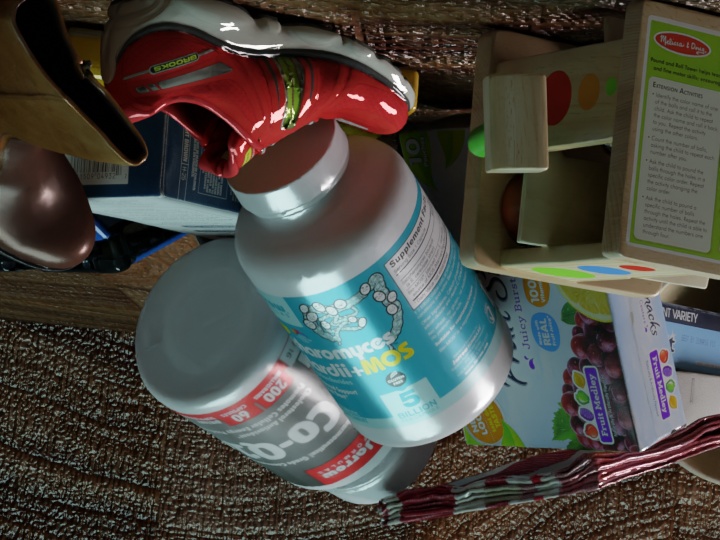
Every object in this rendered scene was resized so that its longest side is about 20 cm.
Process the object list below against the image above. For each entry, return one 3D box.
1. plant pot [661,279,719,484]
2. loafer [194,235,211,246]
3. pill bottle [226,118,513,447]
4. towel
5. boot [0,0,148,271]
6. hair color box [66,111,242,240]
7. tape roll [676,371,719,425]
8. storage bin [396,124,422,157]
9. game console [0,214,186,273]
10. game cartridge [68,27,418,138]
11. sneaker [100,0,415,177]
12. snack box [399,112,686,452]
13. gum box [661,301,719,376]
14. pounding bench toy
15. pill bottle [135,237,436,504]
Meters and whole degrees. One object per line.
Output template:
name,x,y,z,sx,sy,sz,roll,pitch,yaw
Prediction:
plant pot,0.326,0.064,2.282,0.187,0.188,0.200,4,-172,17
loafer,-0.086,-0.038,2.045,0.070,0.070,0.200,11,-179,-15
pill bottle,0.000,0.000,1.637,0.111,0.111,0.200,1,138,39
towel,0.123,0.124,1.802,0.144,0.023,0.200,-13,178,-44
boot,-0.161,-0.072,1.502,0.068,0.189,0.200,-39,-157,-27
hair color box,-0.091,-0.057,1.690,0.100,0.061,0.200,1,173,35
tape roll,0.173,0.088,1.910,0.202,0.037,0.203,5,175,0
storage bin,0.109,-0.031,1.871,0.135,0.094,0.200,4,174,20
game console,-0.210,-0.063,1.846,0.200,0.119,0.171,1,-156,46
game cartridge,-0.079,-0.102,1.669,0.199,0.033,0.176,8,174,-9
sneaker,-0.058,-0.089,1.511,0.200,0.085,0.077,11,173,-39
snack box,0.108,0.005,1.707,0.053,0.201,0.142,-23,-165,-41
gum box,0.114,0.039,1.877,0.200,0.045,0.170,0,172,44
pounding bench toy,0.108,-0.062,1.431,0.199,0.125,0.156,9,173,-32
pill bottle,-0.040,0.069,1.793,0.114,0.114,0.200,1,157,36
